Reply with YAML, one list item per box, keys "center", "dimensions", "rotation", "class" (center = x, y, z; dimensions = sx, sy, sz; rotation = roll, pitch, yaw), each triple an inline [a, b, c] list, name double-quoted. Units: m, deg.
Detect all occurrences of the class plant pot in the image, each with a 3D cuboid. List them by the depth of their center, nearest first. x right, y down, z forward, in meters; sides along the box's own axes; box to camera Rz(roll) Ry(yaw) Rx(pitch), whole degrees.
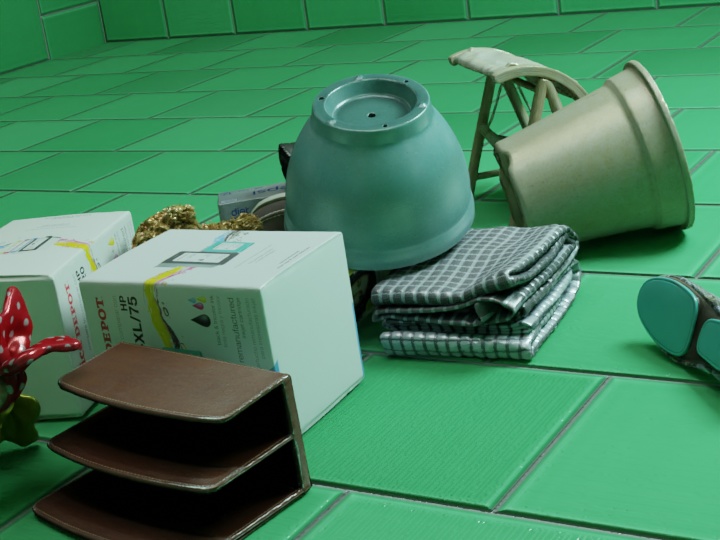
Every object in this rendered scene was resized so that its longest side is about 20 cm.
- center: [0.015, -0.113, 1.319]
  dimensions: [0.198, 0.135, 0.201]
  rotation: [-3, 36, 2]
  class: "plant pot"
- center: [0.256, -0.113, 1.493]
  dimensions: [0.182, 0.202, 0.201]
  rotation: [-19, 18, 2]
  class: "plant pot"

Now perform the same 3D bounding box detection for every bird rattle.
- center: [-0.311, 0.121, 1.092]
  dimensions: [0.200, 0.112, 0.164]
  rotation: [-34, 21, 51]
  class: "bird rattle"

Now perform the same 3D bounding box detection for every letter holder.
- center: [-0.163, 0.140, 1.026]
  dimensions: [0.198, 0.102, 0.142]
  rotation: [7, 25, 39]
  class: "letter holder"

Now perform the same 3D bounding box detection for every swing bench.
- center: [0.207, -0.179, 1.658]
  dimensions: [0.128, 0.202, 0.199]
  rotation: [-11, 18, -9]
  class: "swing bench"

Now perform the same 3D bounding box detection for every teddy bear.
- center: [-0.161, -0.011, 1.365]
  dimensions: [0.198, 0.145, 0.067]
  rotation: [11, 49, -36]
  class: "teddy bear"

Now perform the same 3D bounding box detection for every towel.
- center: [0.117, 0.013, 1.306]
  dimensions: [0.164, 0.087, 0.200]
  rotation: [0, 20, 27]
  class: "towel"

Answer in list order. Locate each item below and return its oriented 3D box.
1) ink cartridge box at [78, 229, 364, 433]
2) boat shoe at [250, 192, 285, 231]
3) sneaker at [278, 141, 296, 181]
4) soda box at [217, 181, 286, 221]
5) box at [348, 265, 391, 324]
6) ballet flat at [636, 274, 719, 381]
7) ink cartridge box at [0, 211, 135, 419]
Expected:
- center: [-0.124, 0.054, 1.190]
  dimensions: [0.198, 0.148, 0.146]
  rotation: [1, 21, 30]
  class: "ink cartridge box"
- center: [-0.122, -0.022, 1.449]
  dimensions: [0.199, 0.072, 0.060]
  rotation: [-26, 22, 34]
  class: "boat shoe"
- center: [-0.021, -0.103, 1.613]
  dimensions: [0.090, 0.076, 0.201]
  rotation: [-27, 61, -19]
  class: "sneaker"
- center: [-0.083, -0.077, 1.694]
  dimensions: [0.197, 0.069, 0.064]
  rotation: [-9, 18, -3]
  class: "soda box"
- center: [0.000, 0.000, 1.344]
  dimensions: [0.050, 0.076, 0.200]
  rotation: [22, 45, 27]
  class: "box"
- center: [0.309, 0.058, 1.138]
  dimensions: [0.071, 0.073, 0.200]
  rotation: [-12, 19, -11]
  class: "ballet flat"
- center: [-0.316, 0.042, 1.312]
  dimensions: [0.143, 0.149, 0.200]
  rotation: [-3, 19, 14]
  class: "ink cartridge box"
